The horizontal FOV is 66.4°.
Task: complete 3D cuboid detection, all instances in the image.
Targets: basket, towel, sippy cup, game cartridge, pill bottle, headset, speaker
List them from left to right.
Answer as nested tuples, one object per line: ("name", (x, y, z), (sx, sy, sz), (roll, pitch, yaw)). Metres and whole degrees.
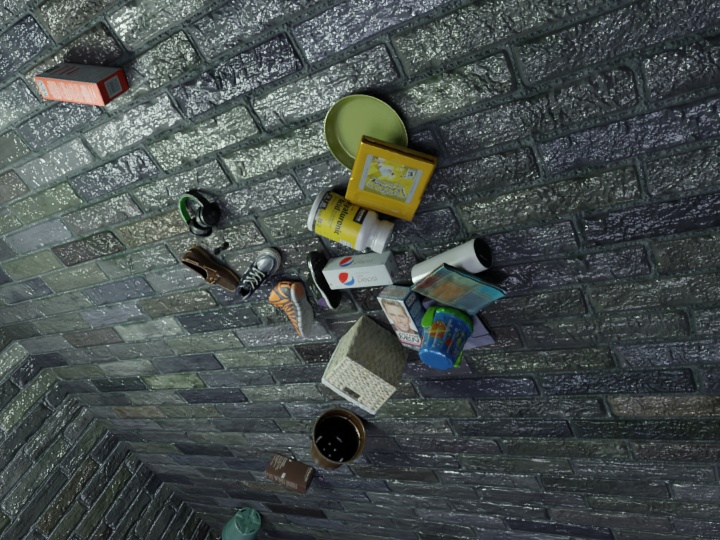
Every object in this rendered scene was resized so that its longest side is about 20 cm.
("headset", (-0.457, -0.134, 1.584), (0.200, 0.094, 0.123), (46, 135, -2))
("pill bottle", (-0.022, -0.116, 1.373), (0.199, 0.112, 0.112), (22, 136, 5))
("basket", (0.024, 0.279, 1.654), (0.198, 0.200, 0.161), (33, 130, -6))
("game cartridge", (0.065, -0.206, 1.267), (0.175, 0.033, 0.201), (16, 143, -2))
("sippy cup", (0.217, 0.185, 1.453), (0.177, 0.131, 0.140), (31, 149, -8))
("speaker", (0.226, -0.010, 1.369), (0.199, 0.081, 0.081), (-26, 115, 40))
("towel", (0.244, 0.050, 1.367), (0.199, 0.022, 0.147), (21, 144, -22))
("game cartridge", (0.271, 0.140, 1.518), (0.129, 0.038, 0.200), (-24, 116, 35))

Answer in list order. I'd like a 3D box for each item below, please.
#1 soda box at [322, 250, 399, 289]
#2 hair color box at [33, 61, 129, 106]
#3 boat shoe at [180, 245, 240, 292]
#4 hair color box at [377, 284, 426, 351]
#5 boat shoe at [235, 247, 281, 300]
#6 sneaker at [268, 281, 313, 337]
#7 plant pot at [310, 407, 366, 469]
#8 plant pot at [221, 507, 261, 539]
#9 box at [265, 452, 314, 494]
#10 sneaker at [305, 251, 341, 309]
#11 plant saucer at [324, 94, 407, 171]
("soda box", (0.000, 0.000, 1.502), (0.199, 0.064, 0.068), (-6, 126, 30))
("hair color box", (-0.705, -0.474, 1.393), (0.199, 0.102, 0.062), (12, 134, 17))
("boat shoe", (-0.476, 0.009, 1.742), (0.199, 0.071, 0.070), (36, 134, -10))
("hair color box", (0.134, 0.136, 1.544), (0.100, 0.061, 0.201), (5, 133, 44))
("boat shoe", (-0.308, 0.017, 1.648), (0.074, 0.093, 0.200), (35, 136, -8))
("sneaker", (-0.217, 0.115, 1.716), (0.111, 0.078, 0.201), (6, 121, 27))
("plant pot", (-0.099, 0.645, 2.059), (0.199, 0.201, 0.199), (27, 144, 1))
("plant pot", (-0.645, 1.421, 3.033), (0.199, 0.201, 0.197), (28, 129, 0))
("box", (-0.315, 0.905, 2.454), (0.199, 0.100, 0.075), (17, 135, 11))
("sneaker", (-0.132, 0.032, 1.592), (0.087, 0.076, 0.201), (5, 131, 31))
("plant saucer", (0.015, -0.306, 1.240), (0.198, 0.031, 0.201), (13, 134, 14))
